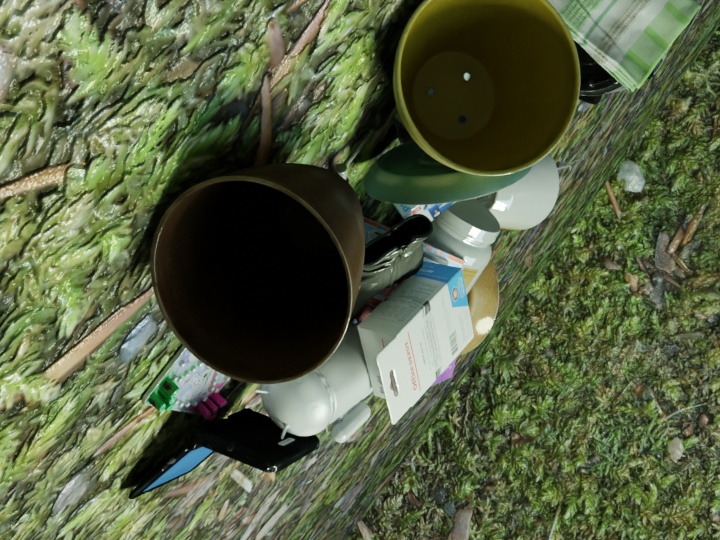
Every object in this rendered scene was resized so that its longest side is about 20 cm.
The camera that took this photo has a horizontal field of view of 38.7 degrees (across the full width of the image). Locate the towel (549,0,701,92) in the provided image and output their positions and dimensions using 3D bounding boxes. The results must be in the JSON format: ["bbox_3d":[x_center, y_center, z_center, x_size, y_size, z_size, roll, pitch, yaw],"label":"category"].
[{"bbox_3d":[0.322,-0.348,1.305,0.150,0.199,0.031,-51,-173,0],"label":"towel"}]

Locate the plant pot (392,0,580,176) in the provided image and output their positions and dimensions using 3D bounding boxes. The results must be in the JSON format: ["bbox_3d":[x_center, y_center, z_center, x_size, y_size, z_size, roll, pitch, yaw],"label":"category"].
[{"bbox_3d":[0.117,-0.198,1.106,0.201,0.200,0.142,-50,-171,-7],"label":"plant pot"}]

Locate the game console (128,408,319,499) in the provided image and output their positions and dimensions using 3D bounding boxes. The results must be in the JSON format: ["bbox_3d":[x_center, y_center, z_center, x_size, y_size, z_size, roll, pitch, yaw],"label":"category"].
[{"bbox_3d":[-0.168,0.251,1.314,0.200,0.173,0.118,-2,110,-76],"label":"game console"}]

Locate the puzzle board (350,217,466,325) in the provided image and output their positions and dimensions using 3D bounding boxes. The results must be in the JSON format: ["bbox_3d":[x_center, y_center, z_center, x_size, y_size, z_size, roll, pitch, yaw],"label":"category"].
[{"bbox_3d":[0.036,0.020,1.404,0.198,0.017,0.152,21,112,-34],"label":"puzzle board"}]

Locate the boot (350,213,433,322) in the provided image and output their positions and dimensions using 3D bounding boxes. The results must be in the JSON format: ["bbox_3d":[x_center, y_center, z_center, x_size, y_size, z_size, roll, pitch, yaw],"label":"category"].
[{"bbox_3d":[0.000,0.000,1.286,0.199,0.068,0.131,-34,166,-8],"label":"boot"}]

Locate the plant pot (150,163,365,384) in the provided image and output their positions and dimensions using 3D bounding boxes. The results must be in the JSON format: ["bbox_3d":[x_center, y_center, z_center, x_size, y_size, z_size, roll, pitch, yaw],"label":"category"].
[{"bbox_3d":[-0.070,-0.025,0.960,0.188,0.185,0.200,-59,178,27],"label":"plant pot"}]

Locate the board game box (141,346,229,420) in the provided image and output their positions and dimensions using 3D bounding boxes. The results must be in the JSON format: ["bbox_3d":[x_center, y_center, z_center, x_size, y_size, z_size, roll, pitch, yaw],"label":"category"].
[{"bbox_3d":[-0.153,0.090,1.211,0.201,0.026,0.200,-52,166,-3],"label":"board game box"}]

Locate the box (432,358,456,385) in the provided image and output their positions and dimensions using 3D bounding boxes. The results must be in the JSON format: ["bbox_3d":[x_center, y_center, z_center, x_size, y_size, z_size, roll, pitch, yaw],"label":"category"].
[{"bbox_3d":[0.030,0.119,1.504,0.137,0.197,0.040,-1,106,-71],"label":"box"}]

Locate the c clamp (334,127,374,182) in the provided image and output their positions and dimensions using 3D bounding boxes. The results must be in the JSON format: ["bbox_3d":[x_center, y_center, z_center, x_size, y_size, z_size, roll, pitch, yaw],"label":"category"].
[{"bbox_3d":[-0.039,-0.043,1.194,0.171,0.027,0.201,-48,161,-35],"label":"c clamp"}]

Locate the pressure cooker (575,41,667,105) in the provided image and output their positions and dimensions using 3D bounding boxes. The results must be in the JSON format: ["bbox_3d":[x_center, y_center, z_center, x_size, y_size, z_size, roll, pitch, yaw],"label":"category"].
[{"bbox_3d":[0.345,-0.340,1.446,0.174,0.181,0.199,-27,178,28],"label":"pressure cooker"}]

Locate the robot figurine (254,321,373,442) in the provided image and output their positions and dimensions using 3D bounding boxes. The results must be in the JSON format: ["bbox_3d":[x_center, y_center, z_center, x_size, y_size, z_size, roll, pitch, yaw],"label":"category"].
[{"bbox_3d":[-0.053,0.143,1.356,0.199,0.170,0.113,-31,169,-41],"label":"robot figurine"}]

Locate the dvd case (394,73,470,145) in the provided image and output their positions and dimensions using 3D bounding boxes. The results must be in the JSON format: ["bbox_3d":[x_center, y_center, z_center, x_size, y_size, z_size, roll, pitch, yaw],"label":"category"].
[{"bbox_3d":[0.102,-0.204,1.312,0.147,0.022,0.200,-51,166,-7],"label":"dvd case"}]

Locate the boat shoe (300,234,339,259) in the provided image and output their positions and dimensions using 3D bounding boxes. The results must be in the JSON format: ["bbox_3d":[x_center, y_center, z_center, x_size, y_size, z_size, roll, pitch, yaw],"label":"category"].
[{"bbox_3d":[-0.034,0.006,1.156,0.071,0.070,0.201,-51,162,-14],"label":"boat shoe"}]

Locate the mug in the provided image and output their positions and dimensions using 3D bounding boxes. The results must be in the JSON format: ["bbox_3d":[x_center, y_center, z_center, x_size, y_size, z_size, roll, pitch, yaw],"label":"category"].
[{"bbox_3d":[0.206,-0.117,1.610,0.152,0.149,0.189,-13,133,-55],"label":"mug"}]

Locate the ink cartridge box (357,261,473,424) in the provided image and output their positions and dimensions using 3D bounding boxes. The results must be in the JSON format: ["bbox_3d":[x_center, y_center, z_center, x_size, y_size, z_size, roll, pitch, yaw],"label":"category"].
[{"bbox_3d":[0.064,0.092,1.343,0.200,0.067,0.118,-42,130,-39],"label":"ink cartridge box"}]

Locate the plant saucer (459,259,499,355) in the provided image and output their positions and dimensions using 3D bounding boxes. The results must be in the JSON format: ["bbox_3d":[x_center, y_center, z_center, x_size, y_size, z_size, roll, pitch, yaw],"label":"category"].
[{"bbox_3d":[0.125,0.036,1.618,0.035,0.200,0.202,0,129,-51],"label":"plant saucer"}]

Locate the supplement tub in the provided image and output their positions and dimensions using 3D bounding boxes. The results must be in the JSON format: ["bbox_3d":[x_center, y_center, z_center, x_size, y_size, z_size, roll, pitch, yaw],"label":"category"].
[{"bbox_3d":[0.105,-0.013,1.519,0.201,0.144,0.144,-58,164,23],"label":"supplement tub"}]

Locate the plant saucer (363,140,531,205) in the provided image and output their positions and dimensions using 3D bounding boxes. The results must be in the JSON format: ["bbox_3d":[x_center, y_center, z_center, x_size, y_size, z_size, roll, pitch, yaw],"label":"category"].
[{"bbox_3d":[0.099,-0.124,1.185,0.200,0.198,0.028,-36,123,-45],"label":"plant saucer"}]

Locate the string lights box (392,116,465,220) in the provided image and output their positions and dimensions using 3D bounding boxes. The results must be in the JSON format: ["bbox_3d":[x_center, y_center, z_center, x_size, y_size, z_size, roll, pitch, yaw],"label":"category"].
[{"bbox_3d":[0.125,-0.140,1.330,0.199,0.059,0.103,-38,165,4],"label":"string lights box"}]
